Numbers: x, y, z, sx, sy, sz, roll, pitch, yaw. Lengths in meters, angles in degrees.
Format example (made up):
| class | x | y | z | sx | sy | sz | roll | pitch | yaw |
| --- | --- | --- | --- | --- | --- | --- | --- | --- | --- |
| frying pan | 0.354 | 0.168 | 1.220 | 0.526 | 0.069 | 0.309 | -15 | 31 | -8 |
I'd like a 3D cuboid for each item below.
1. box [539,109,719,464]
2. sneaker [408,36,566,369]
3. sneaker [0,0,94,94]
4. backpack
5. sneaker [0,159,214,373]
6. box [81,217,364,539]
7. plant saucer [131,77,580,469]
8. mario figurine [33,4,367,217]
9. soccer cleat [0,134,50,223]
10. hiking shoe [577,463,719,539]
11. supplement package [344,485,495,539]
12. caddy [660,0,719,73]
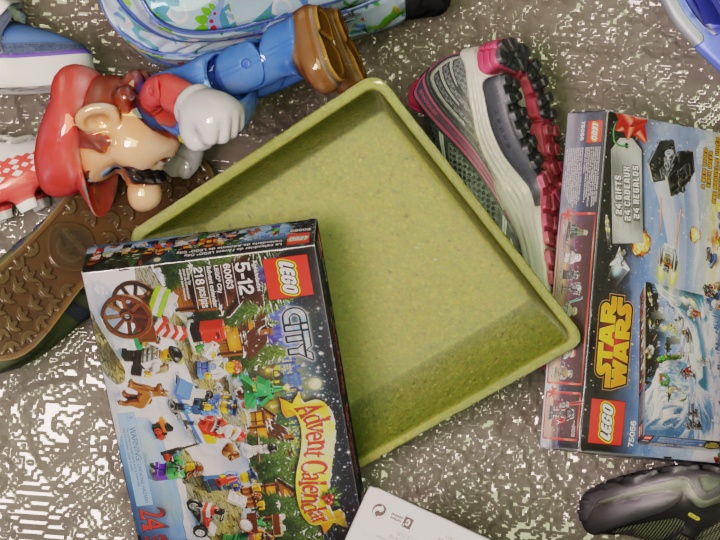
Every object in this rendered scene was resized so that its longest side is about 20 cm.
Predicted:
| class | x | y | z | sx | sy | sz | roll | pitch | yaw |
| --- | --- | --- | --- | --- | --- | --- | --- | --- | --- |
| box | 0.177 | 0.013 | 1.571 | 0.137 | 0.040 | 0.201 | 8 | 85 | -36 |
| sneaker | 0.091 | -0.037 | 1.598 | 0.075 | 0.081 | 0.200 | -16 | 89 | 30 |
| sneaker | -0.257 | -0.183 | 1.594 | 0.199 | 0.081 | 0.147 | 3 | 90 | 5 |
| backpack | -0.065 | -0.198 | 1.578 | 0.200 | 0.154 | 0.164 | -17 | 93 | 11 |
| sneaker | -0.179 | -0.002 | 1.589 | 0.200 | 0.090 | 0.067 | -41 | 94 | -33 |
| box | -0.078 | 0.073 | 1.548 | 0.136 | 0.038 | 0.200 | -7 | 116 | 6 |
| plant saucer | 0.000 | 0.000 | 1.553 | 0.200 | 0.048 | 0.200 | -31 | 106 | 28 |
| mario figurine | -0.093 | -0.078 | 1.514 | 0.200 | 0.123 | 0.106 | -20 | 52 | 16 |
| soccer cleat | -0.251 | -0.061 | 1.595 | 0.200 | 0.069 | 0.085 | -20 | 91 | 3 |
| hiking shoe | 0.229 | 0.168 | 1.578 | 0.199 | 0.076 | 0.101 | 3 | 83 | -1 |
| supplement package | 0.046 | 0.251 | 1.520 | 0.152 | 0.151 | 0.200 | 24 | 86 | 17 |
| caddy | 0.227 | -0.178 | 1.569 | 0.105 | 0.141 | 0.200 | -28 | 86 | -7 |
